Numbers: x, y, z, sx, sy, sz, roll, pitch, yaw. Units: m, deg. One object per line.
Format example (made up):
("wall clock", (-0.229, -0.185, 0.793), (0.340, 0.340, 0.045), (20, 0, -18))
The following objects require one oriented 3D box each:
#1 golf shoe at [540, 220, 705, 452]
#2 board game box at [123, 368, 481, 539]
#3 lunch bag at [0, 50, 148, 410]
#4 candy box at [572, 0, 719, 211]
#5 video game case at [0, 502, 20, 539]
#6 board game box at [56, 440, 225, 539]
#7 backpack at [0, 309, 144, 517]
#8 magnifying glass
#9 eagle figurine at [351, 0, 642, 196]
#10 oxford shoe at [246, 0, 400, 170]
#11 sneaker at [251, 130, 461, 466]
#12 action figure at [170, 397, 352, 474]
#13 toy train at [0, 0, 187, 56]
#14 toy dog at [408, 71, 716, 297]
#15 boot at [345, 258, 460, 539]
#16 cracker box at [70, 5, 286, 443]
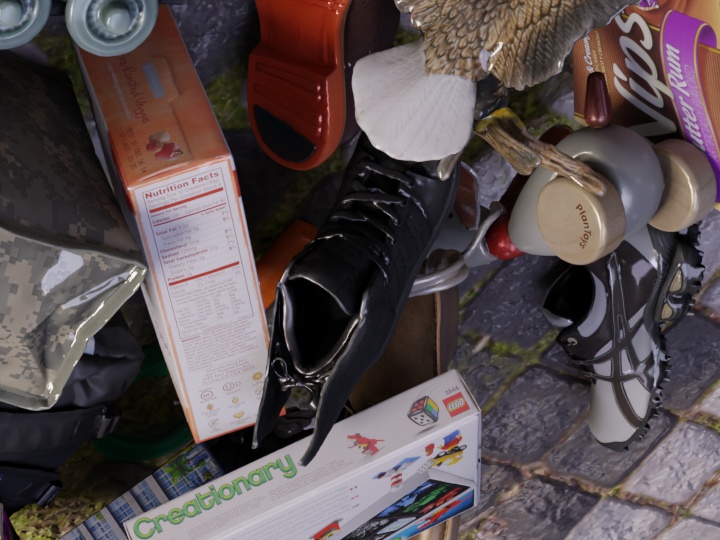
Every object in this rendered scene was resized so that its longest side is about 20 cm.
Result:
("golf shoe", (0.158, 0.037, 1.330), (0.094, 0.078, 0.201), (3, 131, -6))
("board game box", (-0.027, 0.135, 1.137), (0.199, 0.035, 0.126), (-24, 153, -11))
("lunch bag", (-0.224, -0.039, 0.981), (0.199, 0.164, 0.118), (20, 119, -38))
("candy box", (0.172, -0.141, 1.107), (0.056, 0.116, 0.201), (-36, 144, -26))
("video game case", (-0.284, 0.158, 1.147), (0.180, 0.036, 0.200), (-1, 168, -8))
("board game box", (-0.170, 0.205, 1.224), (0.199, 0.062, 0.200), (-36, 170, -22))
("backpack", (-0.246, 0.056, 1.099), (0.199, 0.154, 0.163), (-8, 147, -52))
("magnifying glass", (-0.093, 0.044, 1.242), (0.079, 0.022, 0.200), (24, 121, -41))
("eagle figurine", (0.078, -0.152, 1.014), (0.151, 0.151, 0.201), (5, 130, -20))
("oxford shoe", (-0.015, -0.154, 1.062), (0.072, 0.071, 0.201), (-34, 144, -46))
("sneaker", (-0.003, -0.001, 1.078), (0.104, 0.060, 0.201), (-16, 125, -73))
("action figure", (-0.039, 0.126, 1.285), (0.118, 0.102, 0.200), (-23, 118, 23))
("toy train", (-0.167, -0.167, 0.952), (0.199, 0.085, 0.115), (0, 120, -24))
("toy dog", (0.097, -0.054, 1.150), (0.199, 0.097, 0.132), (-11, -174, 31))
("boot", (0.017, 0.091, 1.240), (0.075, 0.201, 0.073), (-2, 178, -29))
("cracker box", (-0.096, -0.025, 1.083), (0.057, 0.134, 0.201), (-17, 137, -8))
